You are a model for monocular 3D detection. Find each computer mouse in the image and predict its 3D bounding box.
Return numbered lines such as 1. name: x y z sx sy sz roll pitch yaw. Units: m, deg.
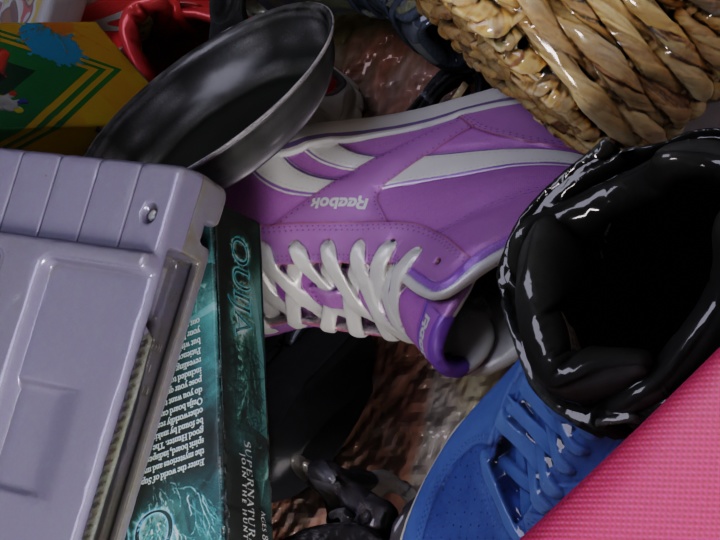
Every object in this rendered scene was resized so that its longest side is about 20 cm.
1. computer mouse: -0.006 0.002 0.917 0.058 0.034 0.201 19 79 49

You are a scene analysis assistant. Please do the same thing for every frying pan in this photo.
1. frying pan: -0.064 -0.070 0.894 0.115 0.031 0.190 -36 23 -2

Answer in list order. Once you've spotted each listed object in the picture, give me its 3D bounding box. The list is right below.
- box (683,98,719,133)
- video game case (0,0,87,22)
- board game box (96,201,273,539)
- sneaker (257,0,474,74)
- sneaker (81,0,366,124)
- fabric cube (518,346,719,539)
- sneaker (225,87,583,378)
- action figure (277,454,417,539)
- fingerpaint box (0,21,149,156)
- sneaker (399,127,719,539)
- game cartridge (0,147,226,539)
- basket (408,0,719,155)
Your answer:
1. box: 0.164 0.042 0.675 0.144 0.036 0.201 -7 80 36
2. video game case: -0.207 -0.072 1.121 0.182 0.023 0.201 38 113 49
3. board game box: -0.116 0.070 0.827 0.199 0.028 0.136 -21 61 33
4. sneaker: 0.023 -0.122 0.929 0.199 0.074 0.081 -4 56 45
5. sneaker: -0.078 -0.096 1.009 0.200 0.085 0.077 21 81 49
6. fabric cube: 0.120 0.148 0.541 0.199 0.200 0.196 -47 63 13
7. sneaker: 0.000 -0.001 0.835 0.199 0.073 0.115 -20 35 18
8. action figure: -0.025 0.113 0.819 0.199 0.102 0.119 24 77 42
9. fingerpaint box: -0.188 -0.002 0.948 0.073 0.166 0.200 47 122 27
10. sneaker: 0.060 0.034 0.664 0.200 0.111 0.077 -43 60 24
11. game cartridge: -0.127 0.056 0.800 0.129 0.038 0.201 8 78 37
12. basket: 0.070 -0.141 0.749 0.149 0.143 0.200 -44 19 4
